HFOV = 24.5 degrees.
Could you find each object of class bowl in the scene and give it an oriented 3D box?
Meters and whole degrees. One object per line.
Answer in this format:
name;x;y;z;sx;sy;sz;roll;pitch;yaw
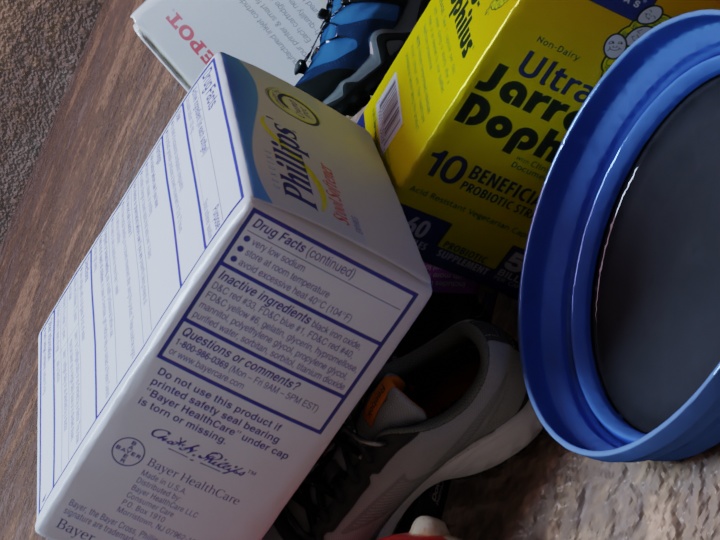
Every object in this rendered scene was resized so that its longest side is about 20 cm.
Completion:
bowl;0.137;-0.013;0.728;0.201;0.039;0.202;-48;34;47

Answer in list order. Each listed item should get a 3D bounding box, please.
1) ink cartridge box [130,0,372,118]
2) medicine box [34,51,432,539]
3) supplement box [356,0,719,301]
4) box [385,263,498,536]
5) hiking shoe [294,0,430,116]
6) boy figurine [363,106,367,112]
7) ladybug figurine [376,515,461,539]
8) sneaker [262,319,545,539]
ink cartridge box;-0.033;-0.178;1.096;0.200;0.145;0.088;-42;12;2
medicine box;-0.072;0.024;0.822;0.201;0.103;0.182;-55;23;18
supplement box;0.090;-0.099;0.854;0.201;0.108;0.110;-57;23;32
box;-0.010;0.077;0.912;0.142;0.036;0.201;0;59;29
hiking shoe;0.001;-0.163;1.004;0.200;0.087;0.074;-52;5;-26
boy figurine;0.068;-0.126;1.015;0.200;0.064;0.125;-38;40;53
ladybug figurine;0.002;0.210;0.760;0.135;0.072;0.201;-13;61;59
sneaker;0.001;0.094;0.820;0.200;0.079;0.074;-40;52;0
